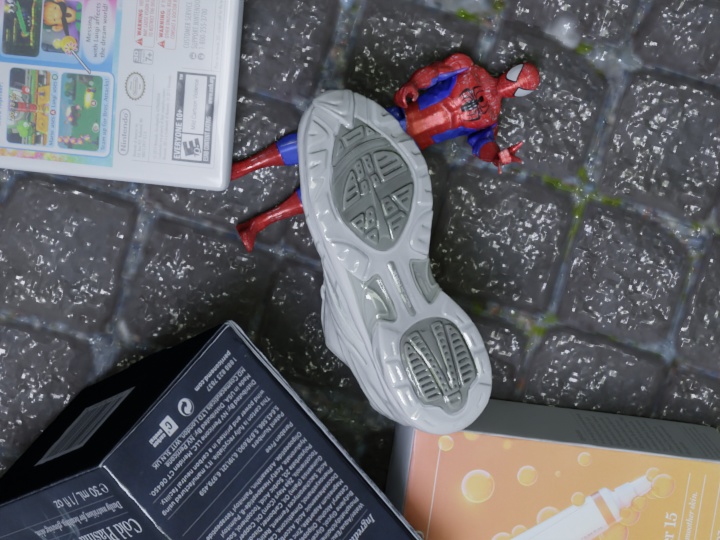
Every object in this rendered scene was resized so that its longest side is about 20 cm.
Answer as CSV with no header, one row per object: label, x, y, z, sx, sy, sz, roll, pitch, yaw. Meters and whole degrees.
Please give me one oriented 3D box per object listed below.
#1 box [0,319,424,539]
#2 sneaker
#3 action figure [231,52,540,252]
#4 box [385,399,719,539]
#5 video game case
box,-0.088,0.157,1.382,0.197,0.200,0.124,48,58,-11
sneaker,0.000,0.000,1.380,0.078,0.099,0.201,-16,89,-27
action figure,0.016,-0.071,1.417,0.199,0.099,0.066,-25,102,-2
box,0.115,0.151,1.460,0.198,0.098,0.125,7,99,-5
video game case,-0.156,-0.154,1.406,0.181,0.024,0.202,6,100,8
